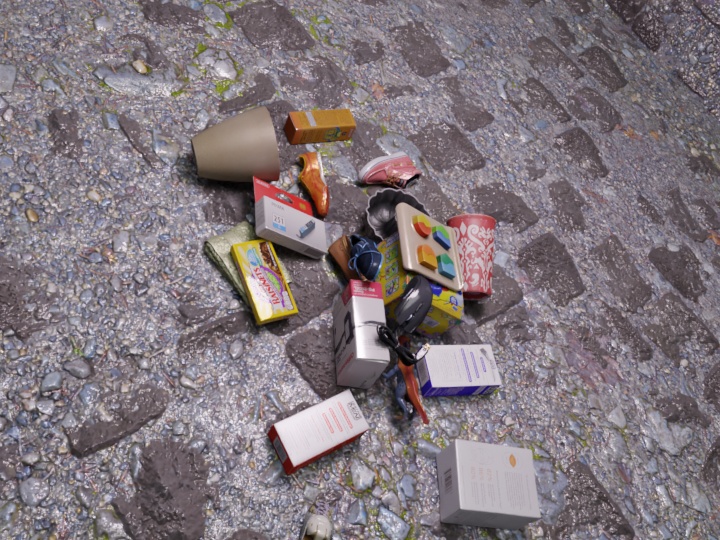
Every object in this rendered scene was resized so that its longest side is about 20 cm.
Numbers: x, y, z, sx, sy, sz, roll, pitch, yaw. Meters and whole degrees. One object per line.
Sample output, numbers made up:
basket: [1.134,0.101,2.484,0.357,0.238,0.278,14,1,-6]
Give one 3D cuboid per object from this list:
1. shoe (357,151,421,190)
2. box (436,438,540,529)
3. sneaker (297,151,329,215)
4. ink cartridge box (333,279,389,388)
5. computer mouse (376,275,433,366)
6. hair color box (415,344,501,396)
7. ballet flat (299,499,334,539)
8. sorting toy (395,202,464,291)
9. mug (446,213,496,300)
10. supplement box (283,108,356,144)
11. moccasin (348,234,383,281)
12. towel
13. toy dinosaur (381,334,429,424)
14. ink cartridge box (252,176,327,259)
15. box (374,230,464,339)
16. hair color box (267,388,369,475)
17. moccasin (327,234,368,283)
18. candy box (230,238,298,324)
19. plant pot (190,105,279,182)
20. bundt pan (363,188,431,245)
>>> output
shoe: [0.086,-0.269,1.988,0.198,0.072,0.091,-26,66,-40]
box: [0.280,0.476,1.561,0.196,0.107,0.155,12,54,-16]
sneaker: [-0.125,-0.226,1.880,0.075,0.074,0.203,-12,58,-5]
ink cartridge box: [-0.002,0.148,1.625,0.082,0.145,0.204,7,56,-18]
computer mouse: [0.131,0.114,1.584,0.141,0.046,0.201,51,56,-18]
hair color box: [0.237,0.244,1.723,0.196,0.065,0.111,2,57,-21]
ballet flat: [-0.089,0.541,1.376,0.071,0.072,0.203,24,52,-7]
sorting toy: [0.174,-0.060,1.714,0.197,0.036,0.189,20,52,-37]
mug: [0.309,-0.028,1.876,0.175,0.132,0.205,15,71,-37]
supplement box: [-0.112,-0.408,1.994,0.197,0.067,0.070,-13,64,-30]
moccasin: [0.003,-0.030,1.665,0.067,0.082,0.200,26,10,-16]
towel: [-0.267,-0.021,1.687,0.147,0.037,0.201,-31,75,-37]
toy dinosaur: [0.116,0.244,1.621,0.103,0.198,0.186,5,87,-39]
ink cartridge box: [-0.175,-0.139,1.755,0.198,0.044,0.179,22,49,-41]
box: [0.144,0.031,1.748,0.198,0.121,0.196,26,48,-32]
hair color box: [-0.089,0.344,1.511,0.197,0.062,0.103,-19,67,-31]
moccasin: [0.001,0.000,1.764,0.203,0.077,0.073,56,16,23]
candy box: [-0.225,0.023,1.642,0.101,0.026,0.203,-13,68,-31]
plant pot: [-0.320,-0.302,1.776,0.196,0.188,0.190,-12,63,-14]
bundt pan: [0.093,-0.117,1.888,0.198,0.076,0.206,12,55,-17]
